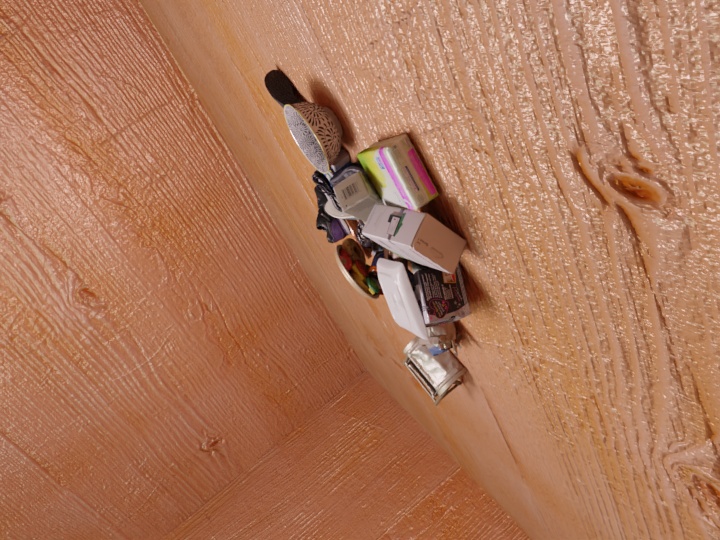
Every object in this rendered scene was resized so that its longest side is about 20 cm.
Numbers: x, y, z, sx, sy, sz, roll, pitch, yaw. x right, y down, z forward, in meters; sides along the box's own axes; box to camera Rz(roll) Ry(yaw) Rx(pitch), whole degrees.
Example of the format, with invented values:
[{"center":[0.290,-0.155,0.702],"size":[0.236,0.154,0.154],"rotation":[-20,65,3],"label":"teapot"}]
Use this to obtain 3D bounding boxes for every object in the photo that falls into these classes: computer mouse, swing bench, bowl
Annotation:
[{"center":[-0.032,-0.243,1.572],"size":[0.199,0.053,0.139],"rotation":[-15,123,50],"label":"computer mouse"},{"center":[0.252,0.334,2.025],"size":[0.199,0.129,0.201],"rotation":[49,167,22],"label":"swing bench"},{"center":[-0.107,-0.364,1.522],"size":[0.202,0.094,0.201],"rotation":[52,167,17],"label":"bowl"}]

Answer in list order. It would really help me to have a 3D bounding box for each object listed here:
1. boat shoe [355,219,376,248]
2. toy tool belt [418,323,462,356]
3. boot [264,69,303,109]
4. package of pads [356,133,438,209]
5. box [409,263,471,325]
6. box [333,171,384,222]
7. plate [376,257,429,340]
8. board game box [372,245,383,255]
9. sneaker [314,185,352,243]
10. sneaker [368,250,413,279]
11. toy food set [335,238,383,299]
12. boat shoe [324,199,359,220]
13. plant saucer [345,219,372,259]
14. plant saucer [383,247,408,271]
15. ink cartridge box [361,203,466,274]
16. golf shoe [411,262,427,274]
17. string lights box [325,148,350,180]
[{"center":[0.019,-0.098,1.603],"size":[0.072,0.065,0.200],"rotation":[52,-178,10],"label":"boat shoe"},{"center":[0.241,0.213,1.744],"size":[0.124,0.124,0.200],"rotation":[59,170,13],"label":"toy tool belt"},{"center":[-0.205,-0.472,1.686],"size":[0.201,0.069,0.132],"rotation":[56,174,11],"label":"boot"},{"center":[0.082,-0.212,1.290],"size":[0.156,0.068,0.200],"rotation":[59,168,-16],"label":"package of pads"},{"center":[0.185,0.071,1.465],"size":[0.200,0.113,0.134],"rotation":[120,139,-78],"label":"box"},{"center":[0.015,-0.172,1.418],"size":[0.069,0.081,0.200],"rotation":[66,-163,14],"label":"box"},{"center":[0.097,0.072,1.468],"size":[0.200,0.032,0.202],"rotation":[-162,51,-74],"label":"plate"},{"center":[0.084,-0.058,1.795],"size":[0.136,0.034,0.201],"rotation":[49,167,22],"label":"board game box"},{"center":[-0.110,-0.174,1.782],"size":[0.201,0.087,0.076],"rotation":[59,180,25],"label":"sneaker"},{"center":[0.110,-0.002,1.670],"size":[0.198,0.080,0.075],"rotation":[22,161,-41],"label":"sneaker"},{"center":[0.000,0.000,1.686],"size":[0.199,0.048,0.200],"rotation":[52,-165,-3],"label":"toy food set"},{"center":[-0.015,-0.169,1.673],"size":[0.198,0.074,0.062],"rotation":[9,160,35],"label":"boat shoe"},{"center":[-0.016,-0.129,1.821],"size":[0.202,0.032,0.200],"rotation":[59,179,2],"label":"plant saucer"},{"center":[0.088,-0.059,1.534],"size":[0.200,0.036,0.204],"rotation":[176,90,-84],"label":"plant saucer"},{"center":[0.120,-0.074,1.315],"size":[0.145,0.085,0.199],"rotation":[29,175,-35],"label":"ink cartridge box"},{"center":[0.178,0.058,1.633],"size":[0.077,0.088,0.202],"rotation":[39,160,55],"label":"golf shoe"},{"center":[-0.069,-0.285,1.691],"size":[0.103,0.059,0.201],"rotation":[45,166,27],"label":"string lights box"}]
